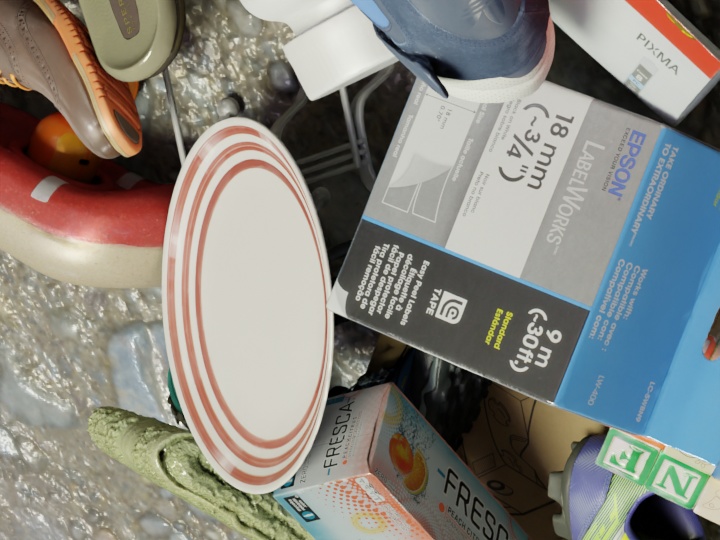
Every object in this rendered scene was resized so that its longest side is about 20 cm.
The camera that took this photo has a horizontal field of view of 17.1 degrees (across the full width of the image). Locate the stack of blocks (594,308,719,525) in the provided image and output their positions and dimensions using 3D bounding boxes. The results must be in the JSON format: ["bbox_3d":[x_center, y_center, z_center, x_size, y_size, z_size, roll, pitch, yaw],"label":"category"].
[{"bbox_3d":[0.161,0.053,1.253,0.199,0.059,0.115,25,132,6],"label":"stack of blocks"}]

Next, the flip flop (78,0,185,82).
[{"bbox_3d":[-0.155,-0.196,1.299,0.081,0.057,0.201,-29,75,41],"label":"flip flop"}]

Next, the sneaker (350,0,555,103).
[{"bbox_3d":[0.008,-0.148,1.105,0.200,0.081,0.147,40,172,35],"label":"sneaker"}]

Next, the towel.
[{"bbox_3d":[-0.066,0.143,1.448,0.200,0.037,0.148,34,171,-24],"label":"towel"}]

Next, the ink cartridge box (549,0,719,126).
[{"bbox_3d":[0.099,-0.134,1.108,0.160,0.200,0.047,44,100,4],"label":"ink cartridge box"}]

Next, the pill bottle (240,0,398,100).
[{"bbox_3d":[-0.029,-0.194,1.191,0.109,0.109,0.201,-24,93,44],"label":"pill bottle"}]

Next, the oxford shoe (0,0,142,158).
[{"bbox_3d":[-0.188,-0.123,1.356,0.200,0.073,0.071,54,-178,34],"label":"oxford shoe"}]

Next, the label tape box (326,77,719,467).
[{"bbox_3d":[0.102,-0.010,1.157,0.199,0.063,0.145,22,91,27],"label":"label tape box"}]

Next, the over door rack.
[{"bbox_3d":[-0.054,-0.126,1.319,0.147,0.067,0.201,-16,96,42],"label":"over door rack"}]

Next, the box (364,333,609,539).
[{"bbox_3d":[0.075,0.093,1.399,0.163,0.021,0.200,33,133,14],"label":"box"}]

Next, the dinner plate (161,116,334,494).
[{"bbox_3d":[-0.056,0.018,1.281,0.200,0.024,0.201,16,108,60],"label":"dinner plate"}]

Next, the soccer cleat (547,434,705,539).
[{"bbox_3d":[0.163,0.177,1.350,0.083,0.065,0.201,8,132,33],"label":"soccer cleat"}]

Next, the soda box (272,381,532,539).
[{"bbox_3d":[0.038,0.149,1.318,0.068,0.064,0.200,-16,131,31],"label":"soda box"}]

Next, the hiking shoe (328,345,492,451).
[{"bbox_3d":[0.016,0.086,1.368,0.087,0.074,0.200,30,133,16],"label":"hiking shoe"}]

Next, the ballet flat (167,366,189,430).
[{"bbox_3d":[-0.063,0.083,1.414,0.072,0.072,0.200,62,169,-16],"label":"ballet flat"}]

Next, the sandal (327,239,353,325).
[{"bbox_3d":[-0.001,0.000,1.331,0.200,0.076,0.043,-17,80,41],"label":"sandal"}]

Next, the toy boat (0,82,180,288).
[{"bbox_3d":[-0.169,-0.075,1.413,0.200,0.130,0.131,29,104,17],"label":"toy boat"}]
